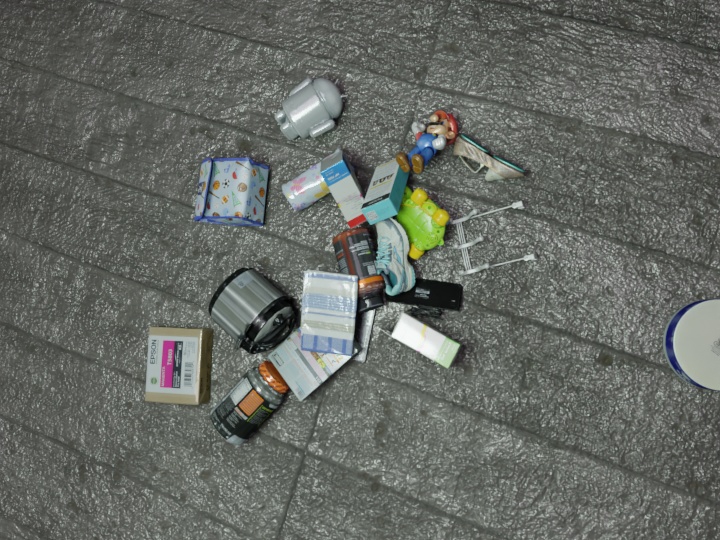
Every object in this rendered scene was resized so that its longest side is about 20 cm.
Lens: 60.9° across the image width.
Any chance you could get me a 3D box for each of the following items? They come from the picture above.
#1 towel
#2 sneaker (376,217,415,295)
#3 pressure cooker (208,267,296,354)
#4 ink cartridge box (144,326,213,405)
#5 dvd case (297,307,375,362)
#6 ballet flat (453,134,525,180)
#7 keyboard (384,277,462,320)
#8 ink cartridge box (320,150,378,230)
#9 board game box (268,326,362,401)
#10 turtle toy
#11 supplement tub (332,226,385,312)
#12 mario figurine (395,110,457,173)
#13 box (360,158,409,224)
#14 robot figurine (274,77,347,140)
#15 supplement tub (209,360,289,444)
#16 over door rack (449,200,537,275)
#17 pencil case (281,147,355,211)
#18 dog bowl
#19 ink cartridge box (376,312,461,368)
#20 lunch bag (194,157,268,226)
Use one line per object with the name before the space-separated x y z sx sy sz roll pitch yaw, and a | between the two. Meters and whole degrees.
towel | -0.078 0.104 1.512 0.144 0.024 0.204 5 93 16
sneaker | 0.075 -0.033 1.495 0.077 0.086 0.203 0 113 50
pressure cooker | -0.269 0.114 1.568 0.199 0.179 0.177 38 90 14
ink cartridge box | -0.490 0.255 1.656 0.161 0.075 0.204 0 85 11
dvd case | -0.066 0.145 1.602 0.196 0.016 0.152 12 88 13
ballet flat | 0.319 -0.268 1.541 0.199 0.068 0.068 36 112 19
keyboard | 0.157 0.074 1.557 0.196 0.040 0.106 8 63 15
ink cartridge box | -0.026 -0.187 1.535 0.066 0.117 0.202 -26 111 8
board game box | -0.116 0.210 1.567 0.199 0.064 0.148 -41 79 9
turtle toy | 0.141 -0.136 1.539 0.200 0.101 0.146 46 118 15
supplement tub | 0.000 0.000 1.554 0.105 0.107 0.204 -17 79 10
mario figurine | 0.167 -0.337 1.527 0.123 0.107 0.200 34 61 12
box | 0.065 -0.201 1.514 0.081 0.202 0.049 -19 122 29
robot figurine | -0.129 -0.431 1.625 0.198 0.113 0.171 -32 72 8
supplement tub | -0.281 0.338 1.576 0.200 0.122 0.123 -45 77 4
over door rack | 0.325 -0.081 1.511 0.196 0.067 0.151 -13 82 11
pencil case | -0.112 -0.240 1.619 0.198 0.083 0.092 -32 59 7
dog bowl | 0.795 0.166 1.373 0.196 0.079 0.205 -1 84 12
ink cartridge box | 0.146 0.161 1.500 0.198 0.117 0.068 29 90 13
lunch bag | -0.363 -0.212 1.656 0.197 0.123 0.174 5 85 27
